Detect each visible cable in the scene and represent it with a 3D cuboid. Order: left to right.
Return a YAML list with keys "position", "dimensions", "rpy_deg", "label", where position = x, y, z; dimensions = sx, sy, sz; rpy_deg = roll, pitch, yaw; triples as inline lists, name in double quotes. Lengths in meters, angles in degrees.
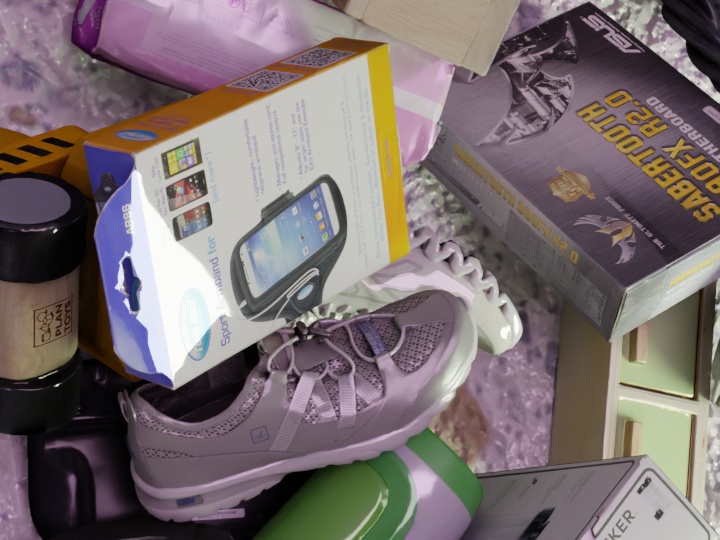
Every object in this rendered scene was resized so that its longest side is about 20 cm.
- position: [0.252, -0.140, 0.987]
  dimensions: [0.163, 0.051, 0.200]
  rpy_deg: [35, 27, -28]
  label: "cable"

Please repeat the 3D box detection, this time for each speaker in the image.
- position: [-0.026, 0.168, 0.817]
  dimensions: [0.200, 0.088, 0.088]
  rpy_deg: [-46, 99, -12]
  label: "speaker"

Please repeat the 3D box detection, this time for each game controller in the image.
- position: [-0.085, 0.101, 0.855]
  dimensions: [0.200, 0.042, 0.105]
  rpy_deg: [0, 93, -23]
  label: "game controller"

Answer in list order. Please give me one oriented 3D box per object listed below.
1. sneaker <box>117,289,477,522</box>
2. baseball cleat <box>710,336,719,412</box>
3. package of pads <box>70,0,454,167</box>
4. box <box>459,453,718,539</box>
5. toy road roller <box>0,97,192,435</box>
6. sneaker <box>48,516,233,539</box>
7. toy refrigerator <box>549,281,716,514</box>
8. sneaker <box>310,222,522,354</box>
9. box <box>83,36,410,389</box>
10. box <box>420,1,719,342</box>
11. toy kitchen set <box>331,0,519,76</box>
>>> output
- position: [-0.029, 0.057, 0.790]
  dimensions: [0.200, 0.075, 0.082]
  rpy_deg: [-27, 130, -13]
  label: "sneaker"
- position: [0.255, 0.042, 0.969]
  dimensions: [0.200, 0.070, 0.107]
  rpy_deg: [3, 107, -65]
  label: "baseball cleat"
- position: [-0.056, -0.123, 0.858]
  dimensions: [0.200, 0.120, 0.076]
  rpy_deg: [19, 94, -19]
  label: "package of pads"
- position: [0.084, 0.164, 0.820]
  dimensions: [0.060, 0.200, 0.117]
  rpy_deg: [47, 64, -9]
  label: "box"
- position: [-0.155, -0.023, 0.791]
  dimensions: [0.146, 0.123, 0.200]
  rpy_deg: [31, 38, 32]
  label: "toy road roller"
- position: [-0.150, 0.179, 0.773]
  dimensions: [0.199, 0.080, 0.087]
  rpy_deg: [-7, 95, 4]
  label: "sneaker"
- position: [0.171, 0.060, 0.954]
  dimensions: [0.076, 0.070, 0.201]
  rpy_deg: [14, 74, -21]
  label: "toy refrigerator"
- position: [0.000, 0.000, 0.894]
  dimensions: [0.200, 0.075, 0.081]
  rpy_deg: [31, 77, -4]
  label: "sneaker"
- position: [-0.056, -0.029, 0.748]
  dimensions: [0.200, 0.041, 0.119]
  rpy_deg: [-28, 122, -40]
  label: "box"
- position: [0.143, -0.067, 0.925]
  dimensions: [0.158, 0.048, 0.200]
  rpy_deg: [-26, 55, -27]
  label: "box"
- position: [0.089, -0.208, 0.816]
  dimensions: [0.163, 0.180, 0.200]
  rpy_deg: [22, 103, -16]
  label: "toy kitchen set"
